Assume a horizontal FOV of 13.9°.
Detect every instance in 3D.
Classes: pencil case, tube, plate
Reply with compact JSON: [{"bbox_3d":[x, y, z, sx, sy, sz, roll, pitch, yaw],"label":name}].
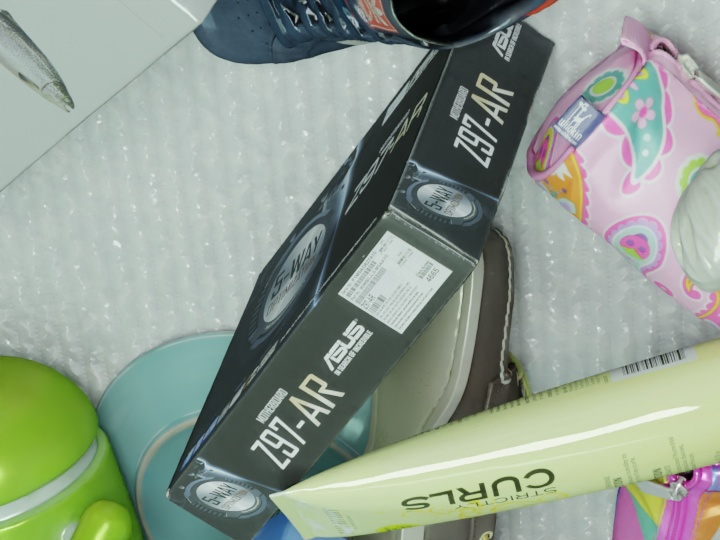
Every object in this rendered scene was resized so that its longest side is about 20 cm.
[{"bbox_3d":[0.163,-0.017,1.231,0.200,0.088,0.087,38,128,-9],"label":"pencil case"},{"bbox_3d":[0.149,0.130,1.346,0.088,0.089,0.201,12,129,10],"label":"pencil case"},{"bbox_3d":[0.064,0.079,1.239,0.199,0.052,0.058,-15,118,4],"label":"tube"},{"bbox_3d":[-0.043,0.116,1.439,0.199,0.026,0.201,10,127,13],"label":"plate"}]

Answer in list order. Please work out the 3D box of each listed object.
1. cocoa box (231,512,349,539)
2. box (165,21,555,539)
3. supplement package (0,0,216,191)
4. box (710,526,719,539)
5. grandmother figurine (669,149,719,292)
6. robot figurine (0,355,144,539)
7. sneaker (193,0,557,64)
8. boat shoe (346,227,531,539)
[{"bbox_3d":[-0.007,0.226,1.346,0.200,0.134,0.131,36,141,-19],"label":"cocoa box"},{"bbox_3d":[0.000,0.000,1.250,0.043,0.161,0.200,31,130,-9],"label":"box"},{"bbox_3d":[-0.137,-0.128,1.213,0.117,0.118,0.200,42,136,-13],"label":"supplement package"},{"bbox_3d":[0.247,0.082,1.226,0.036,0.199,0.145,59,139,31],"label":"box"},{"bbox_3d":[0.215,-0.045,1.153,0.199,0.061,0.122,-22,138,4],"label":"grandmother figurine"},{"bbox_3d":[-0.166,0.130,1.427,0.175,0.115,0.201,16,129,52],"label":"robot figurine"},{"bbox_3d":[0.005,-0.119,1.208,0.199,0.085,0.075,-17,118,29],"label":"sneaker"},{"bbox_3d":[0.042,0.064,1.348,0.059,0.072,0.201,-4,119,-27],"label":"boat shoe"}]
